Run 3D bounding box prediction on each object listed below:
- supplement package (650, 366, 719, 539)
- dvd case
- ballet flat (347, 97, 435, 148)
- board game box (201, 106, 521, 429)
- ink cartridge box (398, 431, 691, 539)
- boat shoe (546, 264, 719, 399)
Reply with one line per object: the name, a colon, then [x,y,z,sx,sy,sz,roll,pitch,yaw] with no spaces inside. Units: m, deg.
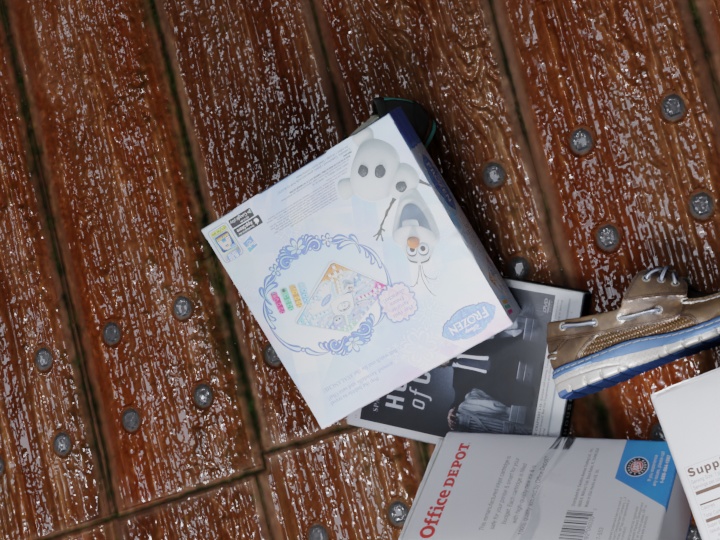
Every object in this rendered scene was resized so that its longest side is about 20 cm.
supplement package: [0.318,0.166,1.358,0.119,0.121,0.202,-24,76,24]
dvd case: [0.089,0.076,1.536,0.198,0.025,0.152,10,91,27]
ballet flat: [-0.007,-0.060,1.566,0.202,0.068,0.068,-65,21,4]
board game box: [0.000,0.000,1.514,0.199,0.043,0.200,-29,94,22]
ink cartridge box: [0.146,0.205,1.414,0.198,0.147,0.087,0,125,22]
boat shoe: [0.236,0.035,1.429,0.198,0.072,0.073,-22,77,16]
